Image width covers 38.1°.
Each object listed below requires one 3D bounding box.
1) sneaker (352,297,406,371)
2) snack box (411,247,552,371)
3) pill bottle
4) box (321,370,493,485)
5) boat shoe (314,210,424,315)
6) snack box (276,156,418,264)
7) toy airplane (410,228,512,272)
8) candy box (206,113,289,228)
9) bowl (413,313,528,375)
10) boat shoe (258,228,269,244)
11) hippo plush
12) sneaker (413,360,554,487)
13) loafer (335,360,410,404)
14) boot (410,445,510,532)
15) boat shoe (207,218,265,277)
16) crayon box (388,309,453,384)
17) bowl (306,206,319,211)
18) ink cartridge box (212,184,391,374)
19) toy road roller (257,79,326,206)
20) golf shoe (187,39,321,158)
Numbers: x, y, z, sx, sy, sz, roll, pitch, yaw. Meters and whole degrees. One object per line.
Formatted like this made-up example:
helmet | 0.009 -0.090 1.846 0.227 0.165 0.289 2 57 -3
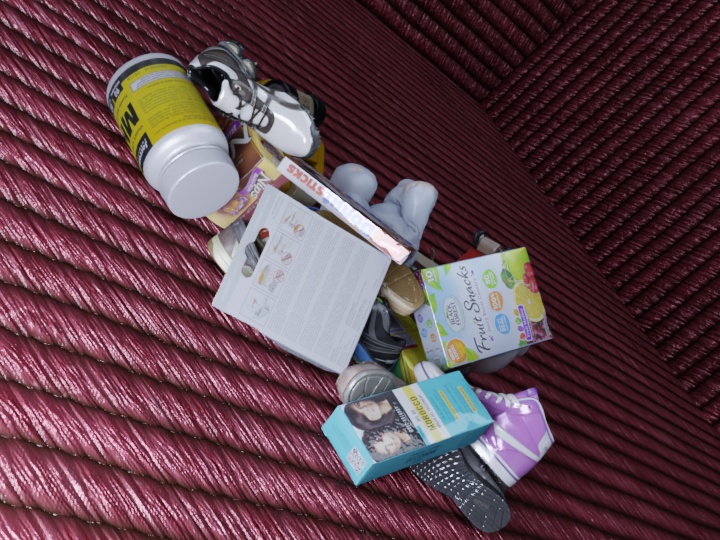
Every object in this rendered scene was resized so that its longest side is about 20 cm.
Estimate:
sneaker | -0.009 0.052 1.369 0.200 0.083 0.071 52 -13 -28
snack box | 0.170 0.054 1.487 0.199 0.053 0.143 -11 81 -33
pill bottle | -0.235 -0.169 1.316 0.114 0.114 0.200 21 32 -54
box | 0.058 0.182 1.233 0.200 0.049 0.082 -11 57 -40
boat shoe | 0.000 0.000 1.440 0.200 0.069 0.074 41 38 15
snack box | -0.015 -0.077 1.330 0.200 0.024 0.072 38 9 7
toy airplane | 0.175 0.031 1.843 0.198 0.141 0.200 3 42 -9
candy box | -0.167 -0.155 1.435 0.056 0.117 0.200 34 22 -36
bowl | 0.155 0.099 1.622 0.201 0.090 0.201 31 -24 15
boat shoe | -0.068 0.011 1.399 0.200 0.071 0.063 39 11 -26
hippo plush | 0.004 -0.067 1.547 0.160 0.159 0.201 21 69 -19
sneaker | 0.167 0.170 1.359 0.200 0.114 0.073 46 6 -1
loafer | 0.015 0.150 1.319 0.063 0.072 0.200 38 5 31
boot | 0.119 0.245 1.366 0.200 0.070 0.132 53 11 -7
boat shoe | -0.103 0.020 1.300 0.200 0.065 0.073 45 16 -12
crayon box | 0.079 0.144 1.481 0.200 0.051 0.127 52 19 16
bowl | -0.029 -0.009 1.571 0.201 0.039 0.201 42 19 -18
ink cartridge box | -0.072 0.012 1.258 0.200 0.163 0.057 29 -14 -25
toy road roller | -0.142 -0.196 1.625 0.123 0.145 0.201 9 79 -63
golf shoe | -0.142 -0.207 1.341 0.200 0.078 0.094 42 38 10
